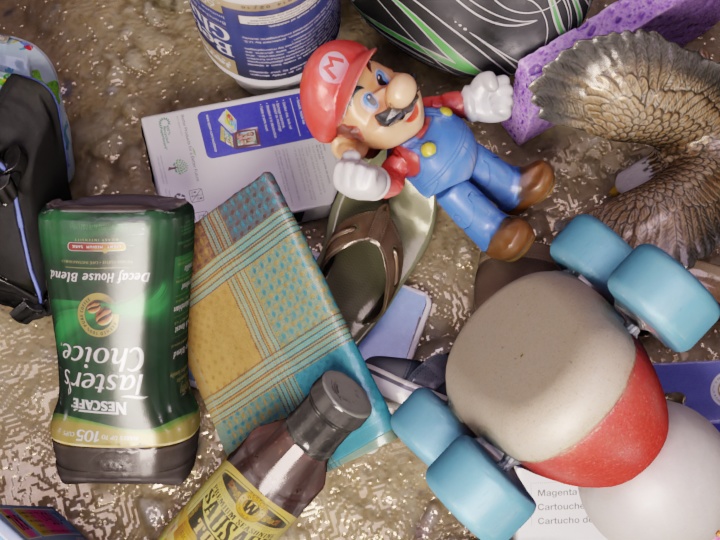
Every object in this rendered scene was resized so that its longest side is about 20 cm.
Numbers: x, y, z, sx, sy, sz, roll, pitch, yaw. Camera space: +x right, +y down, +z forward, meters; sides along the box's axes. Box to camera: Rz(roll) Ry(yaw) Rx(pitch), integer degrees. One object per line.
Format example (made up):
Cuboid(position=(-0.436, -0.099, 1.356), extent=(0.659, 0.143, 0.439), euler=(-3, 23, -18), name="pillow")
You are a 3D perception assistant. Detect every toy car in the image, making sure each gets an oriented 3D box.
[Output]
Cuboid(position=(0.157, 0.105, 0.727), extent=(0.200, 0.177, 0.184), euler=(43, 91, -18), name="toy car")

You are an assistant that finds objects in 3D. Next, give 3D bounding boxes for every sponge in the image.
Cuboid(position=(0.201, -0.174, 0.901), extent=(0.199, 0.112, 0.030), euler=(-33, 76, -9), name="sponge")

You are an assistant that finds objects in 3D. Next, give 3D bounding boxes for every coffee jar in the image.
Cuboid(position=(-0.164, 0.050, 0.820), extent=(0.104, 0.085, 0.201), euler=(0, 100, 4), name="coffee jar")

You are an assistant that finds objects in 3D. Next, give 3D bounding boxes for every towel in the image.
Cuboid(position=(-0.067, 0.051, 0.826), extent=(0.146, 0.022, 0.201), euler=(-31, 81, 35), name="towel")

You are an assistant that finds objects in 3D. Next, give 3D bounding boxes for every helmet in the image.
Cuboid(position=(0.083, -0.239, 0.882), extent=(0.190, 0.200, 0.200), euler=(35, 77, 21), name="helmet")

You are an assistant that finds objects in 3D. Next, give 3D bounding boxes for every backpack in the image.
Cuboid(position=(-0.307, -0.080, 0.842), extent=(0.199, 0.183, 0.147), euler=(11, 52, 5), name="backpack")

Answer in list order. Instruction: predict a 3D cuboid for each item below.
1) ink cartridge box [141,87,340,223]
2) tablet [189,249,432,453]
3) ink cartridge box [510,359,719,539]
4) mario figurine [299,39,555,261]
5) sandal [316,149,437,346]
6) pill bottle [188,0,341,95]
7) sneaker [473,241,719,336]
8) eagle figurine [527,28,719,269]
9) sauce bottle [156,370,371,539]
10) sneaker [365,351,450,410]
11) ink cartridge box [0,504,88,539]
Cuboid(position=(-0.060, -0.085, 0.905), extent=(0.199, 0.039, 0.100), euler=(-12, 75, -11), name="ink cartridge box")
Cuboid(position=(-0.058, 0.044, 0.891), extent=(0.199, 0.014, 0.131), euler=(20, 76, 6), name="tablet")
Cuboid(position=(0.199, 0.164, 0.804), extent=(0.195, 0.043, 0.201), euler=(-4, 104, -1), name="ink cartridge box")
Cuboid(position=(0.049, -0.090, 0.808), extent=(0.200, 0.124, 0.106), euler=(32, 117, -18), name="mario figurine")
Cuboid(position=(0.000, 0.001, 0.857), extent=(0.080, 0.057, 0.202), euler=(29, 80, -12), name="sandal")
Cuboid(position=(-0.069, -0.202, 0.860), extent=(0.110, 0.200, 0.112), euler=(0, 75, 1), name="pill bottle")
Cuboid(position=(0.182, 0.030, 0.869), extent=(0.199, 0.070, 0.076), euler=(7, 70, 12), name="sneaker")
Cuboid(position=(0.225, -0.082, 0.848), extent=(0.199, 0.151, 0.152), euler=(-7, 44, -46), name="eagle figurine")
Cuboid(position=(-0.068, 0.146, 0.789), extent=(0.066, 0.066, 0.200), euler=(43, 115, 10), name="sauce bottle")
Cuboid(position=(0.095, 0.087, 0.849), extent=(0.199, 0.078, 0.080), euler=(21, 81, -7), name="sneaker")
Cuboid(position=(-0.175, 0.246, 0.773), extent=(0.200, 0.136, 0.076), euler=(41, 84, 10), name="ink cartridge box")
